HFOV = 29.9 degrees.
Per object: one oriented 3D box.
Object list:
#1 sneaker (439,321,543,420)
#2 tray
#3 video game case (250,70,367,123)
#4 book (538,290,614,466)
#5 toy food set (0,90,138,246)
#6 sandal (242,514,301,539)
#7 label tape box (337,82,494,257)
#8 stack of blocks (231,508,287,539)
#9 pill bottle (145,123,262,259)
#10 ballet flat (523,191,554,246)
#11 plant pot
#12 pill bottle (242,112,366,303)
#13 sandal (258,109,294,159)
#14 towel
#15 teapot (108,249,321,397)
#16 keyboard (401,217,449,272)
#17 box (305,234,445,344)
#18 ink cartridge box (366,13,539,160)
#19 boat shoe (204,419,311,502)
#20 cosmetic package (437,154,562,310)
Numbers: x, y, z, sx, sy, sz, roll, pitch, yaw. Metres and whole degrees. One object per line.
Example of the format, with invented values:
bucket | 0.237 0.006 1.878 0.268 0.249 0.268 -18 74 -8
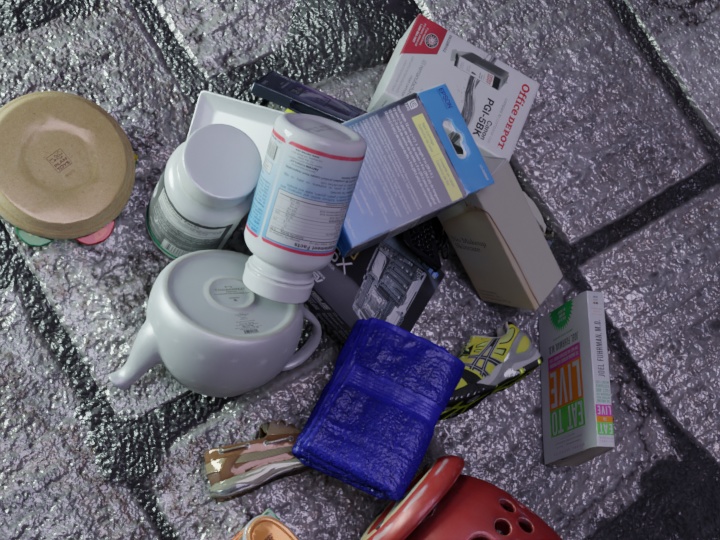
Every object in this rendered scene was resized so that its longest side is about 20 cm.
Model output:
sneaker | 0.143 0.131 1.745 0.199 0.075 0.077 -22 73 -36
tray | -0.127 -0.152 1.705 0.199 0.022 0.108 17 91 19
video game case | -0.037 -0.205 1.744 0.199 0.143 0.019 22 105 0
book | 0.282 0.142 1.751 0.048 0.134 0.201 5 70 -18
toy food set | -0.371 -0.124 1.651 0.197 0.049 0.201 35 63 -6
sandal | -0.052 0.360 1.527 0.207 0.059 0.079 45 63 -1
label tape box | 0.040 -0.122 1.635 0.199 0.066 0.144 -24 83 -16
stack of blocks | -0.067 0.375 1.583 0.200 0.059 0.115 47 63 0
pill bottle | -0.187 -0.093 1.622 0.112 0.200 0.114 7 69 -18
ballet flat | 0.185 -0.095 1.826 0.200 0.072 0.072 41 63 -8
plant pot | 0.111 0.330 1.588 0.182 0.200 0.200 44 63 2
pill bottle | -0.070 -0.070 1.540 0.108 0.109 0.201 13 109 -16
sandal | -0.089 -0.105 1.744 0.087 0.079 0.201 -17 84 13
towel | 0.022 0.159 1.595 0.147 0.050 0.201 21 64 14
teapot | -0.164 0.081 1.609 0.199 0.147 0.198 23 37 7
keyboard | 0.081 -0.092 1.765 0.104 0.040 0.201 37 33 -43
box | 0.000 0.000 1.703 0.200 0.050 0.158 49 60 -27
ink cartridge box | 0.128 -0.234 1.852 0.199 0.083 0.147 28 64 -9
boat shoe | -0.095 0.212 1.623 0.199 0.076 0.072 -17 76 -26
cosmetic package | 0.172 -0.049 1.744 0.073 0.103 0.200 -48 125 -25
